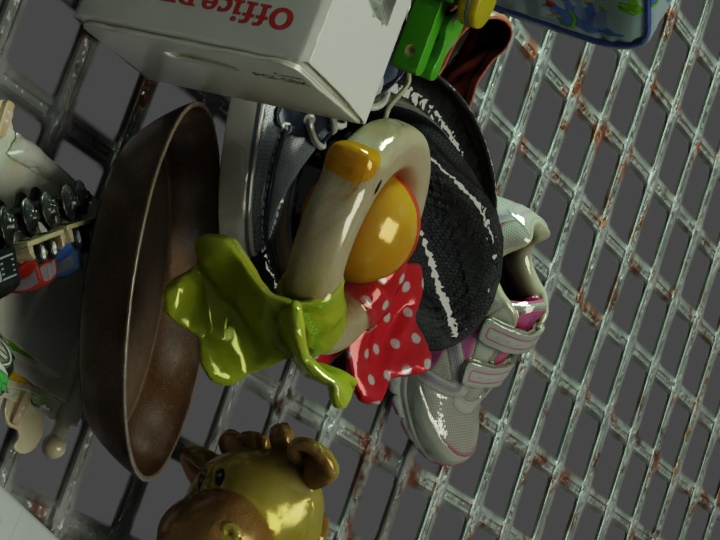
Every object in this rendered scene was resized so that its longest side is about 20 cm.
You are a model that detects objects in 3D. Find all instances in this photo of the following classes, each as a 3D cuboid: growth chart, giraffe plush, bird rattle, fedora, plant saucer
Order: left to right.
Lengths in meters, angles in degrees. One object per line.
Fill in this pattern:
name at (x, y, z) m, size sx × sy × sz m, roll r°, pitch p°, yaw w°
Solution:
growth chart at (-0.176, 0.005, 1.179) m, size 0.145 × 0.018 × 0.200 m, roll -65°, pitch 149°, yaw -19°
plant saucer at (-0.111, 0.009, 1.215) m, size 0.200 × 0.034 × 0.201 m, roll 9°, pitch 90°, yaw -82°
giraffe plush at (-0.051, 0.174, 1.306) m, size 0.200 × 0.172 × 0.163 m, roll -46°, pitch 121°, yaw -69°
bird rattle at (0.000, 0.000, 1.226) m, size 0.200 × 0.113 × 0.163 m, roll -7°, pitch 122°, yaw -61°
fedora at (0.026, -0.023, 1.377) m, size 0.200 × 0.092 × 0.201 m, roll -12°, pitch 112°, yaw -30°

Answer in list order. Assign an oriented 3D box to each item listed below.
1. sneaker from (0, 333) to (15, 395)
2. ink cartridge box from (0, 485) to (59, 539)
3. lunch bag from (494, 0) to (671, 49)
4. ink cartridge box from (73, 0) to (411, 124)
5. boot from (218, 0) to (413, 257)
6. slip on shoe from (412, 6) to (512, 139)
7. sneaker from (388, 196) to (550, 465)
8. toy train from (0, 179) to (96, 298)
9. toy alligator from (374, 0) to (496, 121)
sneaker at (-0.209, -0.013, 1.046) m, size 0.085 × 0.078 × 0.200 m, roll -63°, pitch 143°, yaw -28°
ink cartridge box at (-0.204, 0.229, 1.197) m, size 0.200 × 0.043 × 0.196 m, roll -66°, pitch 149°, yaw -22°
lunch bag at (0.097, -0.219, 1.371) m, size 0.083 × 0.200 × 0.161 m, roll -57°, pitch 156°, yaw -29°
ink cartridge box at (-0.040, -0.190, 1.207) m, size 0.083 × 0.146 × 0.200 m, roll 41°, pitch 67°, yaw -59°
boot at (-0.023, -0.100, 1.303) m, size 0.073 × 0.090 × 0.201 m, roll 23°, pitch 76°, yaw -85°
slip on shoe at (0.030, -0.095, 1.447) m, size 0.200 × 0.061 × 0.074 m, roll -57°, pitch 147°, yaw -20°
sneaker at (0.078, 0.039, 1.561) m, size 0.081 × 0.088 × 0.201 m, roll -19°, pitch 118°, yaw -56°
toy train at (-0.158, -0.012, 1.083) m, size 0.200 × 0.034 × 0.046 m, roll -44°, pitch 124°, yaw -79°
toy alligator at (0.045, -0.149, 1.272) m, size 0.054 × 0.059 × 0.200 m, roll -20°, pitch 130°, yaw -67°
